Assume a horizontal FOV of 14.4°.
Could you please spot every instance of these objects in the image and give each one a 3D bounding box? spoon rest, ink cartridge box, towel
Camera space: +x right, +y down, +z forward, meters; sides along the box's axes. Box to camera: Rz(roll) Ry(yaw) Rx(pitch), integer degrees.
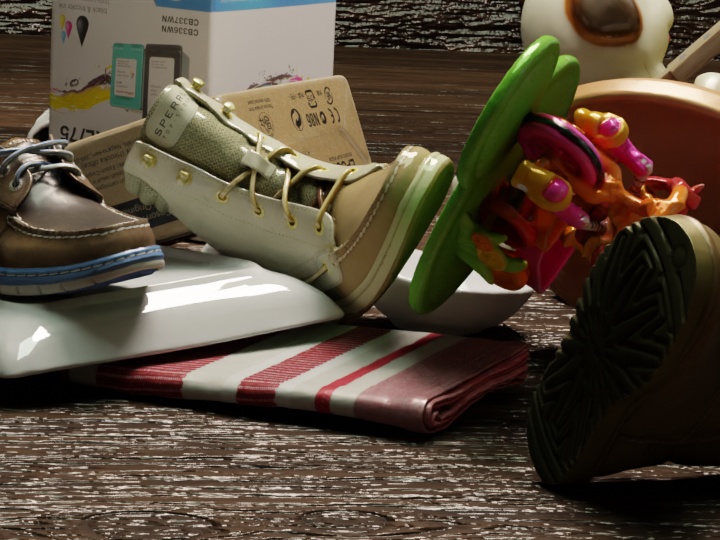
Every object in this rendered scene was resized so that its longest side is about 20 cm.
[{"bbox_3d":[0.000,0.000,1.625,0.199,0.061,0.099,4,9,9],"label":"spoon rest"},{"bbox_3d":[-0.105,-0.058,1.750,0.164,0.075,0.200,-18,1,24],"label":"ink cartridge box"},{"bbox_3d":[-0.116,-0.133,1.971,0.146,0.201,0.146,9,12,34],"label":"ink cartridge box"},{"bbox_3d":[-0.031,0.050,1.426,0.200,0.023,0.144,5,11,24],"label":"towel"}]

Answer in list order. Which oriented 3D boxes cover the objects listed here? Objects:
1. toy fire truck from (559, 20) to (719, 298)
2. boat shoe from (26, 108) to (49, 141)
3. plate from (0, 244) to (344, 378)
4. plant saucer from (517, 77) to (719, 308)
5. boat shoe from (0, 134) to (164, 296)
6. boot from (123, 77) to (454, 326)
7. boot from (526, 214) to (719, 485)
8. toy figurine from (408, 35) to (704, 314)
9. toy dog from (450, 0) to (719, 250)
[{"bbox_3d":[0.202,-0.072,1.695,0.128,0.201,0.176,0,9,-17],"label":"toy fire truck"},{"bbox_3d":[-0.160,-0.104,2.196,0.199,0.072,0.066,4,13,8],"label":"boat shoe"},{"bbox_3d":[-0.143,0.015,1.479,0.199,0.032,0.200,-11,11,-33],"label":"plate"},{"bbox_3d":[0.171,-0.034,1.527,0.200,0.200,0.038,7,49,23],"label":"plant saucer"},{"bbox_3d":[-0.173,-0.030,1.442,0.072,0.073,0.200,-12,12,-40],"label":"boat shoe"},{"bbox_3d":[-0.043,-0.046,1.481,0.155,0.072,0.200,37,-24,-3],"label":"boot"},{"bbox_3d":[0.189,0.032,1.245,0.199,0.066,0.175,-2,-30,-23],"label":"boot"},{"bbox_3d":[0.140,-0.007,1.383,0.184,0.150,0.200,32,-22,12],"label":"toy figurine"},{"bbox_3d":[0.150,-0.106,1.889,0.193,0.201,0.140,1,9,-13],"label":"toy dog"}]
